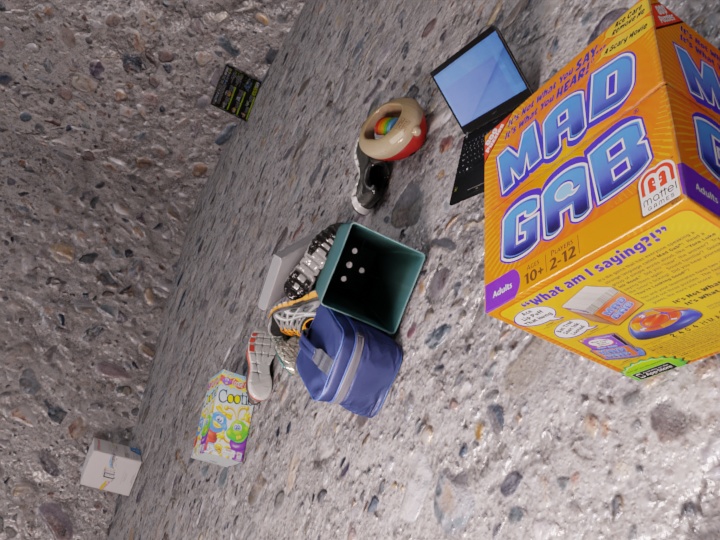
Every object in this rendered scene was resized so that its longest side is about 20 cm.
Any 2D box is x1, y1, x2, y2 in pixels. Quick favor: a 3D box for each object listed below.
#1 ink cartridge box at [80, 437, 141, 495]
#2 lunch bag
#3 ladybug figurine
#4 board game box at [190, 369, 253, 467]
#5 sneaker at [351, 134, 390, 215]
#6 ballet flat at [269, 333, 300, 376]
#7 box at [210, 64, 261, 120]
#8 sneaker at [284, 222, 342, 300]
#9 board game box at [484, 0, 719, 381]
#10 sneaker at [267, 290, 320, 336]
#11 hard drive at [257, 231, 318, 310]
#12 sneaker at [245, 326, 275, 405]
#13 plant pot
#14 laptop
[{"bbox_3d":[-1.001,0.786,2.689,0.148,0.196,0.147,-68,22,-2],"label":"ink cartridge box"},{"bbox_3d":[-0.034,0.141,1.134,0.139,0.130,0.200,-65,23,6],"label":"lunch bag"},{"bbox_3d":[0.069,-0.271,1.320,0.137,0.071,0.199,-55,29,-1],"label":"ladybug figurine"},{"bbox_3d":[-0.334,0.366,1.657,0.103,0.103,0.205,-34,41,52],"label":"board game box"},{"bbox_3d":[0.029,-0.220,1.403,0.090,0.065,0.205,-33,45,50],"label":"sneaker"},{"bbox_3d":[-0.161,0.166,1.497,0.073,0.070,0.200,-65,23,7],"label":"ballet flat"},{"bbox_3d":[-0.601,-0.856,3.235,0.047,0.190,0.205,17,86,65],"label":"box"},{"bbox_3d":[-0.091,-0.023,1.476,0.201,0.066,0.090,-52,-5,6],"label":"sneaker"},{"bbox_3d":[0.244,-0.055,0.580,0.199,0.196,0.204,-38,38,49],"label":"board game box"},{"bbox_3d":[-0.130,0.107,1.426,0.198,0.077,0.079,-28,55,37],"label":"sneaker"},{"bbox_3d":[-0.156,-0.003,1.512,0.200,0.026,0.134,-38,-27,-61],"label":"hard drive"},{"bbox_3d":[-0.253,0.233,1.635,0.082,0.075,0.204,128,154,-47],"label":"sneaker"},{"bbox_3d":[0.000,0.000,1.182,0.144,0.139,0.200,-67,15,2],"label":"plant pot"},{"bbox_3d":[0.172,-0.230,1.029,0.176,0.101,0.205,-18,53,62],"label":"laptop"}]
